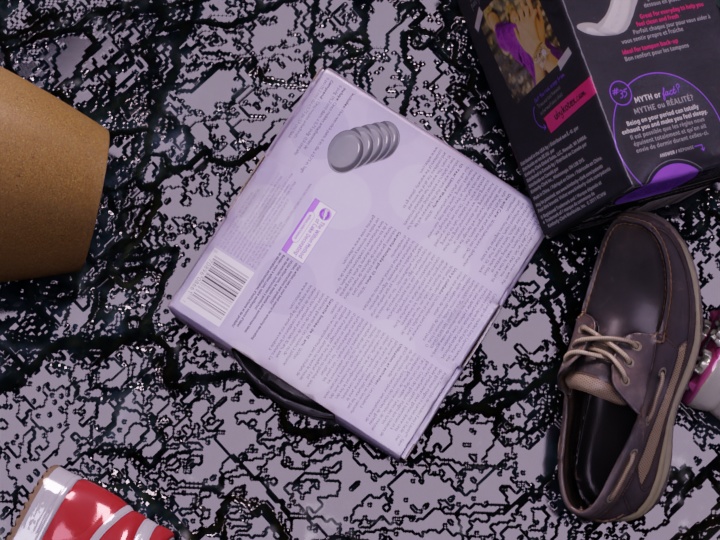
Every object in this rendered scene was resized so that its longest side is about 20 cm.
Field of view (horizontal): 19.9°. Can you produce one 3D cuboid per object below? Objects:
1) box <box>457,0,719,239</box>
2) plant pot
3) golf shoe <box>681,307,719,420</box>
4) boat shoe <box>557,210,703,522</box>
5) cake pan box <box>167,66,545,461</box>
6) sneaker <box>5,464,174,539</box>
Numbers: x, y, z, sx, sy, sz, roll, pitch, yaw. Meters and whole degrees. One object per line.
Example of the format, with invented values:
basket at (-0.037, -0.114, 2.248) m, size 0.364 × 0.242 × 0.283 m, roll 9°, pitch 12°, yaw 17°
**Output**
box at (0.154, -0.138, 1.301) m, size 0.122 × 0.106 × 0.201 m, roll -14°, pitch 81°, yaw -31°
plant pot at (-0.264, -0.064, 1.286) m, size 0.199 × 0.186 × 0.187 m, roll 12°, pitch 82°, yaw -12°
golf shoe at (0.287, 0.018, 1.322) m, size 0.091 × 0.075 × 0.200 m, roll 34°, pitch 91°, yaw -4°
boat shoe at (0.164, 0.064, 1.277) m, size 0.074 × 0.073 × 0.201 m, roll 8°, pitch 100°, yaw 32°
cake pan box at (0.000, 0.000, 1.329) m, size 0.184 × 0.052 × 0.200 m, roll 31°, pitch 83°, yaw 6°
sneaker at (-0.188, 0.234, 1.286) m, size 0.112 × 0.071 × 0.200 m, roll 24°, pitch 81°, yaw 6°
